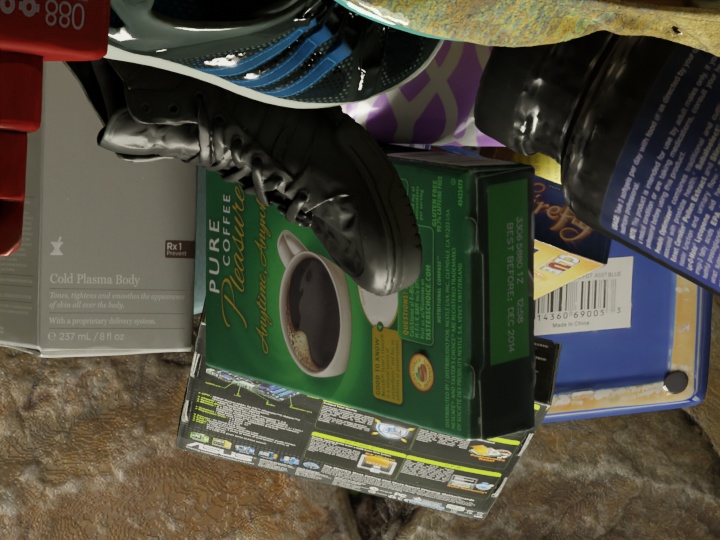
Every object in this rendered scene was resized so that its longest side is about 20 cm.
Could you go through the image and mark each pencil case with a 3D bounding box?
[{"bbox_3d":[0.000,-0.102,1.033,0.199,0.084,0.086,2,138,-7],"label":"pencil case"}]

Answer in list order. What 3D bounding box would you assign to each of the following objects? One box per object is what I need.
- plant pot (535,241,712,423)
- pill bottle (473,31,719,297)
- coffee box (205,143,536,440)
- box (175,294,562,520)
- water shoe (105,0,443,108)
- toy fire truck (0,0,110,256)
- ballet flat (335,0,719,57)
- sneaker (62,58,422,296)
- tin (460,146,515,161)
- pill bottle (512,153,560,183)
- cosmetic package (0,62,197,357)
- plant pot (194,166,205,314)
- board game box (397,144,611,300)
[{"bbox_3d":[0.118,-0.012,1.433,0.199,0.201,0.180,-5,-157,-10],"label":"plant pot"},{"bbox_3d":[0.151,-0.048,0.913,0.199,0.112,0.112,30,-171,15],"label":"pill bottle"},{"bbox_3d":[0.000,0.000,1.056,0.044,0.124,0.200,-8,-168,-38],"label":"coffee box"},{"bbox_3d":[-0.002,0.074,1.319,0.199,0.048,0.193,13,151,-2],"label":"box"},{"bbox_3d":[-0.030,-0.101,0.867,0.199,0.072,0.079,0,178,-39],"label":"water shoe"},{"bbox_3d":[-0.164,-0.038,0.650,0.128,0.201,0.176,3,-179,37],"label":"toy fire truck"},{"bbox_3d":[0.074,-0.100,0.657,0.199,0.071,0.071,3,-179,-40],"label":"ballet flat"},{"bbox_3d":[-0.064,-0.063,0.942,0.104,0.200,0.060,-24,168,-24],"label":"sneaker"},{"bbox_3d":[-0.010,-0.087,1.218,0.199,0.112,0.042,3,-153,30],"label":"tin"},{"bbox_3d":[0.077,-0.085,1.276,0.199,0.112,0.111,3,-179,12],"label":"pill bottle"},{"bbox_3d":[-0.155,-0.054,1.315,0.106,0.201,0.090,-1,-175,-34],"label":"cosmetic package"},{"bbox_3d":[-0.129,-0.068,1.528,0.199,0.197,0.196,-8,-174,-23],"label":"plant pot"},{"bbox_3d":[0.030,-0.016,1.195,0.135,0.035,0.200,19,161,-17],"label":"board game box"}]
